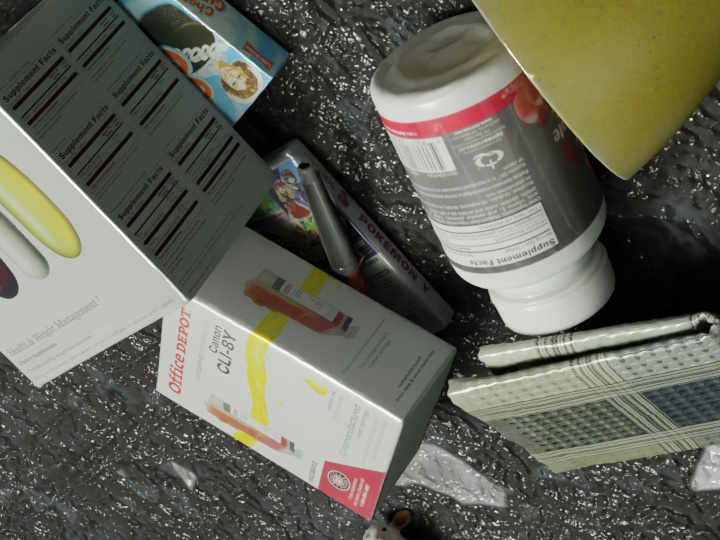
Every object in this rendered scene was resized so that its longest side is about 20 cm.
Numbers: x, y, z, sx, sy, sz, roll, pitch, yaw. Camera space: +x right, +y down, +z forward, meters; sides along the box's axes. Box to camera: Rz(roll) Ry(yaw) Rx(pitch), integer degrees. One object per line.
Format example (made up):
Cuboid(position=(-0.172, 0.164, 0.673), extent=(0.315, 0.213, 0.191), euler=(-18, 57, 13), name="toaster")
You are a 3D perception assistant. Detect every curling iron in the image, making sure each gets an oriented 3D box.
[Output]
Cuboid(position=(0.000, 0.000, 1.197), extent=(0.050, 0.026, 0.200), euler=(0, 130, 37), name="curling iron")

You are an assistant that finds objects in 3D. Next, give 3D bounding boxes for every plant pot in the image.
Cuboid(position=(0.145, -0.172, 0.910), extent=(0.142, 0.200, 0.200), euler=(-37, 108, 16), name="plant pot")

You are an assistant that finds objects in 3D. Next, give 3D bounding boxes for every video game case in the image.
Cuboid(position=(-0.056, 0.007, 1.270), extent=(0.200, 0.023, 0.182), euler=(-27, 112, 42), name="video game case")

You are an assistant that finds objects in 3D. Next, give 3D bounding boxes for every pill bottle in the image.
Cuboid(position=(0.093, -0.059, 1.070), extent=(0.111, 0.111, 0.200), euler=(-7, 124, 32), name="pill bottle")

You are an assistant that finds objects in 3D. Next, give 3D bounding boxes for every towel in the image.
Cuboid(position=(0.182, 0.085, 1.142), extent=(0.200, 0.035, 0.193), euler=(-15, 151, 26), name="towel")

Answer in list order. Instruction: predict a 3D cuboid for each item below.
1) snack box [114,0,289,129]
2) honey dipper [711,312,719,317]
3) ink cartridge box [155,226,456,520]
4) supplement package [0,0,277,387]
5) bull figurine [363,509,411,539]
Cuboid(position=(-0.148, -0.126, 1.190), extent=(0.116, 0.037, 0.200), euler=(38, 135, -8), name="snack box")
Cuboid(position=(0.191, 0.087, 1.201), extent=(0.038, 0.038, 0.200), euler=(42, 136, -11), name="honey dipper")
Cuboid(position=(-0.046, 0.073, 1.221), extent=(0.200, 0.083, 0.145), euler=(30, 143, 12), name="ink cartridge box")
Cuboid(position=(-0.209, -0.059, 1.149), extent=(0.200, 0.147, 0.191), euler=(47, 134, -16), name="supplement package")
Cuboid(position=(0.058, 0.297, 1.422), extent=(0.121, 0.065, 0.200), euler=(41, 155, 39), name="bull figurine")
